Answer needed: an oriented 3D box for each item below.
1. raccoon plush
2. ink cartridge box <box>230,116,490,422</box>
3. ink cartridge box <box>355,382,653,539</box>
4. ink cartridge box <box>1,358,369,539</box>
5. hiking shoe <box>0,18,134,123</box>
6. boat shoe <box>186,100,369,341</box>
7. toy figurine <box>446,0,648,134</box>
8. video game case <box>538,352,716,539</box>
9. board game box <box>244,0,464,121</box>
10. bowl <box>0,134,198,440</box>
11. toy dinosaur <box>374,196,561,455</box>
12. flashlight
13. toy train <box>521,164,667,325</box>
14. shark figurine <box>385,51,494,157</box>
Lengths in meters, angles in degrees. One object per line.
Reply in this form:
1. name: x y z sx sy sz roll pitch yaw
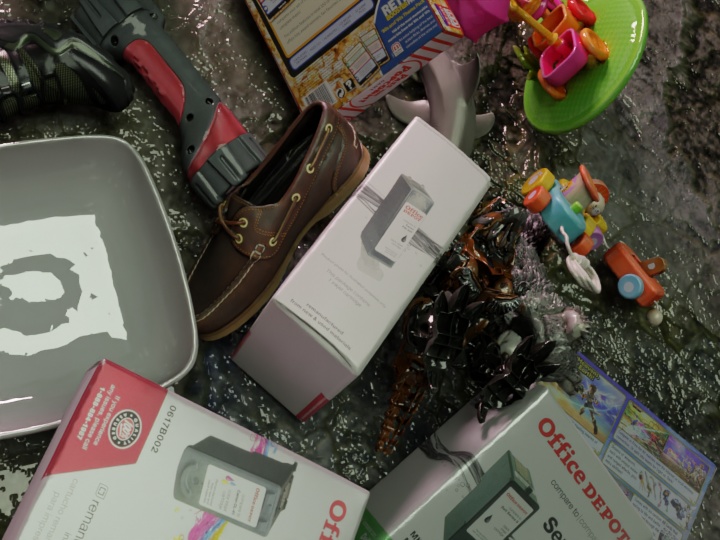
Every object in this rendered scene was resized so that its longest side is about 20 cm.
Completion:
1. raccoon plush: 0.155 0.011 0.822 0.132 0.098 0.201 19 55 31
2. ink cartridge box: 0.000 0.000 0.766 0.085 0.146 0.201 40 61 -1
3. ink cartridge box: 0.089 0.194 0.721 0.199 0.084 0.147 -40 101 -9
4. ink cartridge box: -0.112 0.167 0.626 0.198 0.085 0.150 28 68 -15
5. hiking shoe: -0.274 -0.136 0.748 0.196 0.076 0.103 13 75 -9
6. boat shoe: -0.077 -0.041 0.754 0.070 0.070 0.201 33 83 37
7. toy figurine: 0.141 -0.252 0.904 0.182 0.150 0.202 28 39 -29
8. video game case: 0.187 0.184 0.838 0.199 0.045 0.182 39 63 -6
9. board game box: -0.023 -0.244 0.844 0.046 0.150 0.202 -13 74 -62
10. bowl: -0.228 0.016 0.703 0.197 0.075 0.203 -13 76 -27
11. toy dinosaur: 0.074 0.046 0.736 0.100 0.136 0.204 7 101 -18
12. flashlight: -0.156 -0.142 0.801 0.201 0.068 0.068 49 28 4
13. toy train: 0.219 -0.030 0.876 0.199 0.055 0.151 13 40 -59
14. shark figurine: 0.068 -0.187 0.901 0.127 0.089 0.217 -26 85 -30
